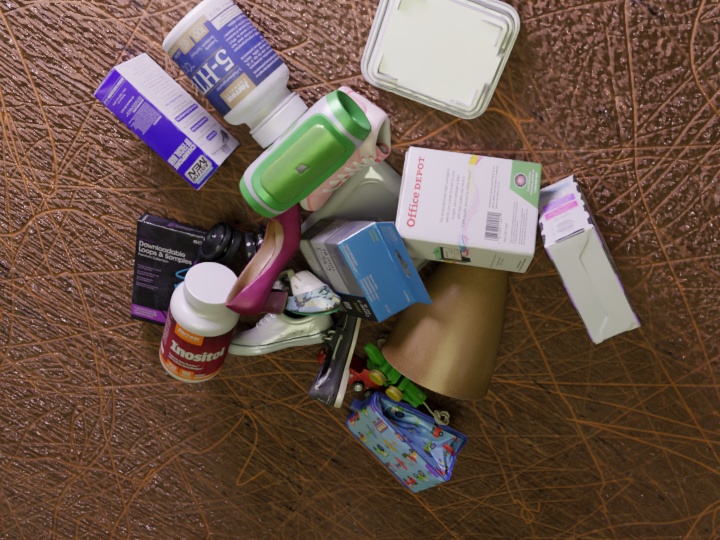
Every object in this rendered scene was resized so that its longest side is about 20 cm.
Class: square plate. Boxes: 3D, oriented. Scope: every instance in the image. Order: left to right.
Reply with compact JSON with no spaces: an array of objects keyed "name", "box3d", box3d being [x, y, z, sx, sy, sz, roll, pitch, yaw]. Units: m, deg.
[{"name":"square plate","box3d":[0.025,-0.059,1.162,0.200,0.028,0.198,40,115,-11]}]

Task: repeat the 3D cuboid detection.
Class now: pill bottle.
[{"name":"pill bottle","box3d":[-0.261,0.085,1.172,0.112,0.113,0.201,23,133,-3]},{"name":"pill bottle","box3d":[-0.173,-0.282,1.028,0.119,0.120,0.200,-35,107,23]}]

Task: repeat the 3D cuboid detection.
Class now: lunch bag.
[{"name":"lunch bag","box3d":[0.063,0.296,1.278,0.199,0.094,0.151,35,149,-3]}]

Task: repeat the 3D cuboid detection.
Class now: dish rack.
[{"name":"dish rack","box3d":[0.110,-0.314,1.011,0.199,0.044,0.173,20,117,-2]}]

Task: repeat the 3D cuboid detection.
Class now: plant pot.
[{"name":"plant pot","box3d":[0.153,0.071,1.138,0.185,0.186,0.201,20,106,-2]}]

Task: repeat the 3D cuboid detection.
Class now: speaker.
[{"name":"speaker","box3d":[-0.080,-0.162,1.018,0.200,0.089,0.088,-38,106,23]}]

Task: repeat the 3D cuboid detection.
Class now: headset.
[{"name":"headset","box3d":[-0.198,-0.050,1.177,0.123,0.094,0.201,10,131,-24]}]

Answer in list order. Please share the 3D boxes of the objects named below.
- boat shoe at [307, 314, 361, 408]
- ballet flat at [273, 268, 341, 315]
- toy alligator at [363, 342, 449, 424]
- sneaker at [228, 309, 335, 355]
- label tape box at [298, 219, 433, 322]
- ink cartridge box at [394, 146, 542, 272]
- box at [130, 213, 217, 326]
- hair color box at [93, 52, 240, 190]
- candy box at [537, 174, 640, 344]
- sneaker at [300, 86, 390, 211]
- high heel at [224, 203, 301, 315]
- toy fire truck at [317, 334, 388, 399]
[{"name":"boat shoe","box3d":[-0.040,0.124,1.194,0.062,0.073,0.202,13,79,-3]},{"name":"ballet flat","box3d":[-0.101,0.032,1.147,0.199,0.074,0.075,0,126,55]},{"name":"toy alligator","box3d":[0.069,0.196,1.218,0.200,0.059,0.054,45,155,-13]},{"name":"sneaker","box3d":[-0.144,0.097,1.252,0.198,0.073,0.071,-11,106,4]},{"name":"label tape box","box3d":[0.000,0.000,1.079,0.200,0.063,0.145,8,131,57]},{"name":"ink cartridge box","box3d":[0.156,-0.089,1.055,0.198,0.146,0.084,8,161,5]},{"name":"box","box3d":[-0.323,0.011,1.249,0.142,0.036,0.201,13,116,1]},{"name":"hair color box","box3d":[-0.286,-0.225,1.080,0.200,0.109,0.065,42,116,-12]},{"name":"candy box","box3d":[0.322,-0.022,1.036,0.071,0.200,0.168,-25,111,19]},{"name":"sneaker","box3d":[-0.019,-0.163,1.079,0.104,0.075,0.201,29,115,13]},{"name":"high heel","box3d":[-0.149,-0.030,1.098,0.067,0.096,0.202,1,84,50]},{"name":"toy fire truck","box3d":[0.039,0.160,1.260,0.199,0.049,0.141,36,116,-9]}]
